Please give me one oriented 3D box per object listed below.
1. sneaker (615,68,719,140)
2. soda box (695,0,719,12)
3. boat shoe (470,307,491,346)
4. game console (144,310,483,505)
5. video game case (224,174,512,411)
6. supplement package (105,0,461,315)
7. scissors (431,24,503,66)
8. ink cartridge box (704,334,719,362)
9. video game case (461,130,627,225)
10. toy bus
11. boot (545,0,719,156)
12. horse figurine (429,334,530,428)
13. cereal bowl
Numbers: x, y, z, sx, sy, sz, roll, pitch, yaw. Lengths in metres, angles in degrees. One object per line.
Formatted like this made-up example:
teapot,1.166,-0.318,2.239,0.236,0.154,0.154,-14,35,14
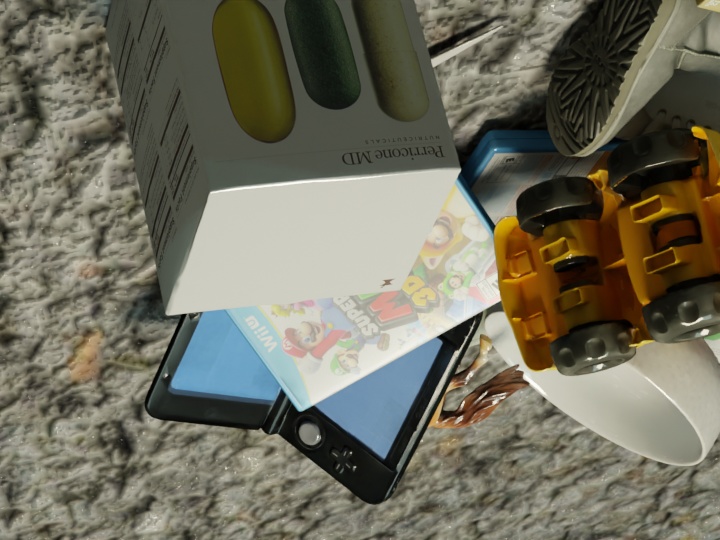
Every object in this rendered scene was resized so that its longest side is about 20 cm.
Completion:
sneaker,0.250,-0.101,1.724,0.199,0.085,0.073,-2,154,-20
soda box,0.285,-0.234,1.495,0.068,0.064,0.200,8,146,-38
boat shoe,0.128,0.013,1.940,0.199,0.062,0.073,-12,122,-17
game console,-0.035,0.066,1.810,0.116,0.176,0.200,-22,144,-55
video game case,0.000,0.000,1.753,0.200,0.018,0.143,-30,110,16
supplement package,-0.050,-0.101,1.434,0.151,0.201,0.151,-6,154,-18
scissors,0.005,-0.120,1.640,0.073,0.014,0.200,15,144,-42
ink cartridge box,0.299,0.041,1.961,0.145,0.088,0.200,12,157,-1
video game case,0.160,-0.062,1.817,0.199,0.018,0.143,-2,151,-23
toy bus,0.221,-0.010,1.705,0.200,0.136,0.192,-24,164,38
boot,0.244,-0.143,1.655,0.199,0.073,0.182,-4,147,-33
horse figurine,0.027,0.064,1.878,0.133,0.200,0.050,-61,172,31
cereal bowl,0.197,0.059,1.849,0.083,0.200,0.200,-54,159,-15
